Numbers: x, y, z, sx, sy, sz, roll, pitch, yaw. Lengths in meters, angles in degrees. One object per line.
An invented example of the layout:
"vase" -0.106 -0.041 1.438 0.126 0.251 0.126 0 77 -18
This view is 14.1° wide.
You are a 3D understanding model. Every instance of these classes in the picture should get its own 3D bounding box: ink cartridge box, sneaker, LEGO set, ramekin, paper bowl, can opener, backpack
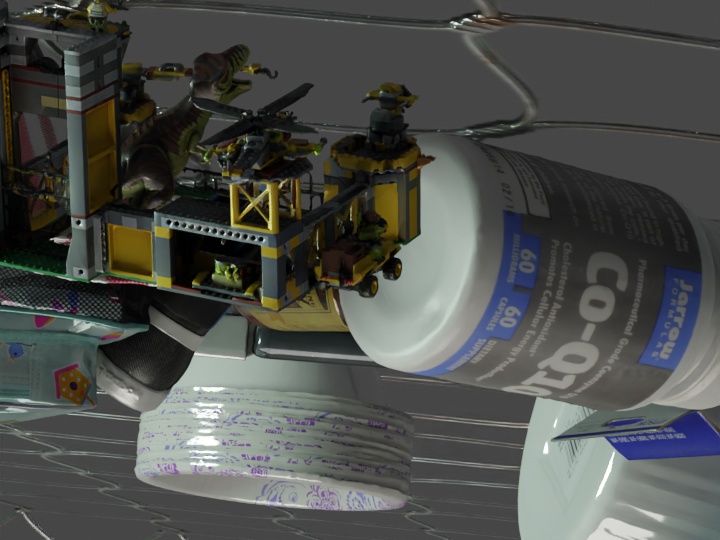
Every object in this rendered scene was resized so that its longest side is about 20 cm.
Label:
"ink cartridge box" 0.204 0.056 1.557 0.200 0.039 0.099 -30 -170 -30
"sneaker" -0.094 -0.004 1.584 0.073 0.112 0.200 36 -165 -15
"LEGO set" -0.070 -0.066 1.200 0.199 0.116 0.154 15 -154 33
"ramekin" 0.167 0.101 1.695 0.097 0.201 0.200 16 168 -13
"paper bowl" -0.060 0.111 2.115 0.200 0.105 0.201 5 171 1
"can opener" -0.047 0.029 1.789 0.199 0.054 0.067 5 171 -4
"backpack" -0.214 -0.002 1.437 0.199 0.154 0.176 16 172 -21

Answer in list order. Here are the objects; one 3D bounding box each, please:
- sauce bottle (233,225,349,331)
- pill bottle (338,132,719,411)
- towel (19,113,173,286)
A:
"sauce bottle" 0.000 0.000 1.538 0.065 0.065 0.200 11 172 -31
"pill bottle" 0.099 0.007 1.415 0.200 0.114 0.114 12 168 -36
"towel" -0.181 -0.042 1.301 0.199 0.030 0.146 8 -153 -17
